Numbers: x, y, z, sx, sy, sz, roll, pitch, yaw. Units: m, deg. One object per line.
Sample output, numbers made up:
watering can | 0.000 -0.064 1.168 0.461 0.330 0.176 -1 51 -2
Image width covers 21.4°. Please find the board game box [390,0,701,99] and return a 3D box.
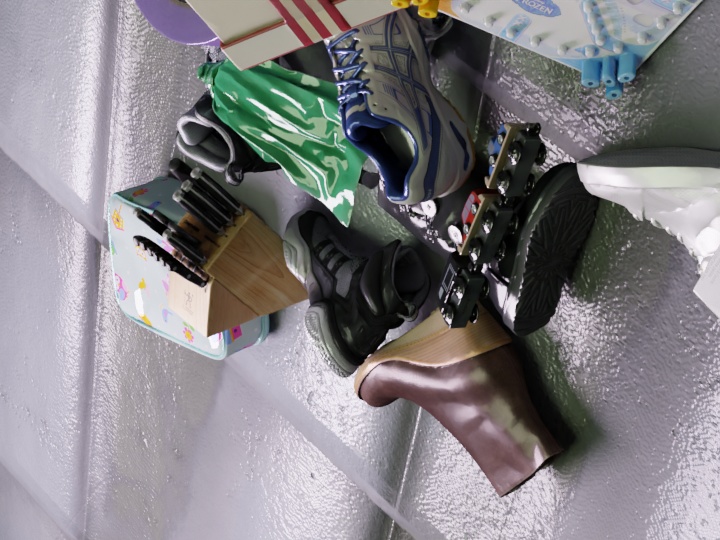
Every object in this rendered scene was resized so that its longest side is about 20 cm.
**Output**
board game box | 0.146 -0.212 1.328 0.200 0.198 0.026 -48 26 52

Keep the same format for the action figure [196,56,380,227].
action figure | -0.064 -0.135 1.635 0.199 0.055 0.119 31 112 26

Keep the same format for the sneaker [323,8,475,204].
sneaker | 0.014 -0.145 1.503 0.075 0.088 0.201 -37 83 43

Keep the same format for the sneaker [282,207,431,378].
sneaker | 0.000 0.000 1.716 0.076 0.113 0.201 47 -162 -40

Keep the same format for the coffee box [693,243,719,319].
coffee box | 0.361 -0.017 1.123 0.198 0.199 0.200 48 141 23

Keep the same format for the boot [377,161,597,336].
boot | 0.097 -0.069 1.568 0.200 0.065 0.166 48 134 36

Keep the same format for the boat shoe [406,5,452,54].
boat shoe | 0.047 -0.223 1.542 0.068 0.072 0.202 35 124 40

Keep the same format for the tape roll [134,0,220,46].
tape roll | -0.113 -0.294 1.641 0.199 0.085 0.202 4 96 43

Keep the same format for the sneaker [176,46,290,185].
sneaker | -0.127 -0.171 1.736 0.201 0.113 0.075 59 145 10

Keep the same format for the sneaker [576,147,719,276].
sneaker | 0.240 -0.027 1.386 0.199 0.073 0.117 11 114 48

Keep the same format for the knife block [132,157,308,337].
knife block | -0.117 -0.037 1.744 0.064 0.199 0.177 36 131 36

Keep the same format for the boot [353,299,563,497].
boot | 0.081 0.128 1.679 0.200 0.072 0.167 -41 74 50

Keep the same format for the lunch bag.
lunch bag | -0.177 -0.001 1.942 0.199 0.077 0.162 23 127 45

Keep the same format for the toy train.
toy train | 0.100 -0.039 1.490 0.046 0.034 0.201 62 143 42

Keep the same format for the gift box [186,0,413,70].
gift box | -0.050 -0.288 1.431 0.183 0.202 0.187 -14 144 23
